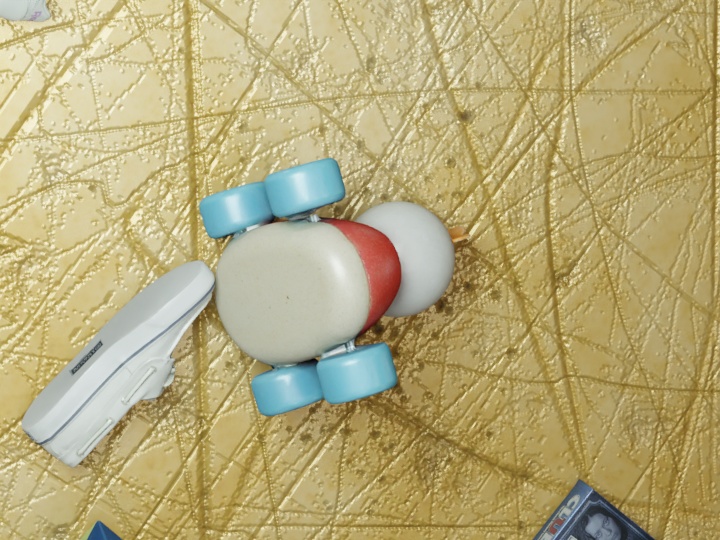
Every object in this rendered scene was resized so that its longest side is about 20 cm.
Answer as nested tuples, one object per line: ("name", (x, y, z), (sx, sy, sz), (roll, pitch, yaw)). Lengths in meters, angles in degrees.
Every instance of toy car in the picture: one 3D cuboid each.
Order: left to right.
("toy car", (0.000, 0.000, 1.551), (0.199, 0.176, 0.186), (-17, 91, -40))

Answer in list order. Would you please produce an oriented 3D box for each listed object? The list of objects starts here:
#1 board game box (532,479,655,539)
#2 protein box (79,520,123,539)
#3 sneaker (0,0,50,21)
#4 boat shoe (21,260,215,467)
("board game box", (0.187, 0.307, 1.699), (0.135, 0.035, 0.200), (38, 89, -18))
("protein box", (-0.171, 0.338, 1.520), (0.200, 0.198, 0.135), (44, 87, -18))
("sneaker", (-0.247, -0.288, 1.462), (0.099, 0.075, 0.201), (18, 95, -36))
("boat shoe", (-0.183, 0.078, 1.538), (0.200, 0.072, 0.066), (-46, 112, -2))
